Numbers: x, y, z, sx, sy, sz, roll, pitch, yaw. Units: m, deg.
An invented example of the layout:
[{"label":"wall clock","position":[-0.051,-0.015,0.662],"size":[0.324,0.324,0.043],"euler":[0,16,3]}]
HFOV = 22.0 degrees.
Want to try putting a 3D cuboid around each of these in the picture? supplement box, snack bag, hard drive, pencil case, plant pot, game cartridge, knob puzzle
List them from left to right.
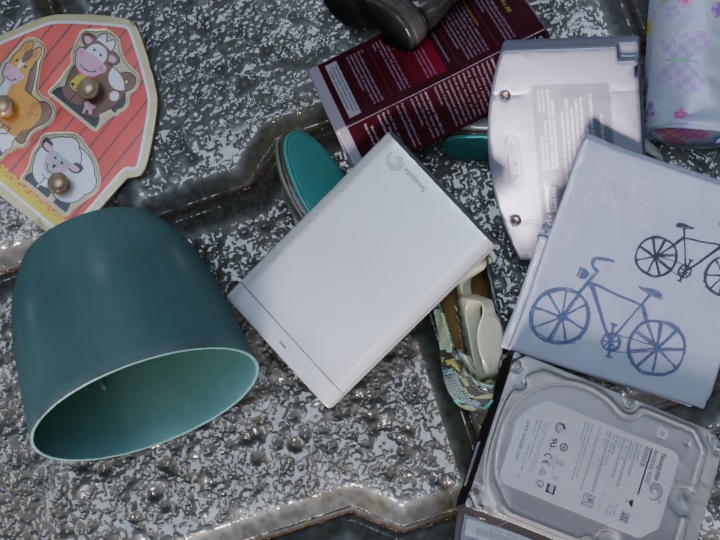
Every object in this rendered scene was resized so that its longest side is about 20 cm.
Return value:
[{"label":"knob puzzle","position":[-0.272,-0.151,1.691],"size":[0.218,0.030,0.221],"euler":[-1,80,7]},{"label":"plant pot","position":[-0.205,0.045,1.572],"size":[0.200,0.201,0.162],"euler":[-23,67,3]},{"label":"hard drive","position":[0.000,0.000,1.568],"size":[0.200,0.027,0.132],"euler":[-45,81,9]},{"label":"supplement box","position":[0.064,-0.171,1.612],"size":[0.199,0.061,0.109],"euler":[-26,39,3]},{"label":"game cartridge","position":[0.175,-0.103,1.567],"size":[0.132,0.041,0.201],"euler":[-2,119,10]},{"label":"hard drive","position":[0.193,0.167,1.537],"size":[0.199,0.038,0.140],"euler":[23,73,-8]},{"label":"snack bag","position":[0.234,0.000,1.556],"size":[0.188,0.021,0.201],"euler":[16,99,-9]},{"label":"pencil case","position":[0.294,-0.205,1.602],"size":[0.090,0.083,0.201],"euler":[4,81,18]}]

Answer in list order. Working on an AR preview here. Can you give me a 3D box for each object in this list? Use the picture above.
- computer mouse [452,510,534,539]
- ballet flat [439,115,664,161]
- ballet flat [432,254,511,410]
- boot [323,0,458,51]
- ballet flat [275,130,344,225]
[{"label":"computer mouse","position":[0.104,0.259,1.563],"size":[0.138,0.053,0.201],"euler":[21,85,5]},{"label":"ballet flat","position":[0.169,-0.126,1.620],"size":[0.199,0.069,0.070],"euler":[7,81,9]},{"label":"ballet flat","position":[0.094,0.019,1.595],"size":[0.074,0.074,0.201],"euler":[-15,83,4]},{"label":"boot","position":[0.058,-0.282,1.645],"size":[0.174,0.069,0.200],"euler":[-39,49,-15]},{"label":"ballet flat","position":[-0.023,-0.029,1.624],"size":[0.067,0.064,0.200],"euler":[-25,74,-43]}]
